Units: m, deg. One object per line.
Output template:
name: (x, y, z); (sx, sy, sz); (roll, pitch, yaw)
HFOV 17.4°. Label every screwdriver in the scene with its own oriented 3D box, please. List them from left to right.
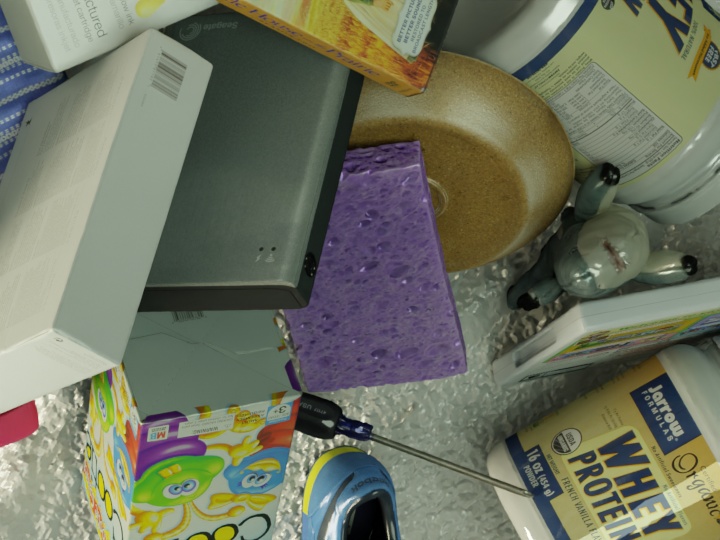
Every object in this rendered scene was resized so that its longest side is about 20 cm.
screwdriver: (0.023, 0.115, 1.581); (0.199, 0.029, 0.028); (17, 125, 3)

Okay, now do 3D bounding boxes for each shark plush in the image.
shark plush: (0.130, -0.008, 1.544); (0.083, 0.200, 0.091); (-43, 106, -19)

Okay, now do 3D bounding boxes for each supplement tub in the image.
supplement tub: (0.161, -0.134, 1.534); (0.200, 0.145, 0.145); (36, 92, -27)
supplement tub: (0.203, 0.140, 1.623); (0.199, 0.145, 0.145); (-30, 116, 4)

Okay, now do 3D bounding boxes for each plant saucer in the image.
plant saucer: (0.037, -0.057, 1.507); (0.199, 0.036, 0.201); (5, 138, 4)

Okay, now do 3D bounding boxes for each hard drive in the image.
hard drive: (-0.075, -0.069, 1.423); (0.033, 0.139, 0.201); (54, 42, -50)

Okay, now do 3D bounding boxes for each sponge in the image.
sponge: (0.000, 0.000, 1.520); (0.111, 0.030, 0.201); (-7, 135, 8)

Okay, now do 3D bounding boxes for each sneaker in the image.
sneaker: (-0.006, 0.224, 1.628); (0.066, 0.078, 0.201); (-5, 110, -21)

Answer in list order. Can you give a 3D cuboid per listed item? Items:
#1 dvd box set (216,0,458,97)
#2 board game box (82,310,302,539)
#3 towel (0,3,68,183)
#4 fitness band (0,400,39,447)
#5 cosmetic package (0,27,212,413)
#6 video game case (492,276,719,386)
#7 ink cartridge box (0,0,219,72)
dvd box set: (-0.025, -0.210, 1.385); (0.199, 0.029, 0.147); (26, 78, -24)
board game box: (-0.110, 0.107, 1.484); (0.104, 0.103, 0.201); (-9, 143, -18)
towel: (-0.235, -0.069, 1.473); (0.144, 0.024, 0.201); (-29, 115, -9)
fitness band: (-0.296, 0.104, 1.439); (0.199, 0.144, 0.038); (-12, 93, -16)
cosmetic package: (-0.168, -0.026, 1.370); (0.052, 0.150, 0.201); (31, 60, -29)
video game case: (0.208, 0.034, 1.598); (0.199, 0.182, 0.022); (-10, 79, -17)
ink cartridge box: (-0.129, -0.225, 1.412); (0.199, 0.083, 0.146); (-25, 107, -16)
